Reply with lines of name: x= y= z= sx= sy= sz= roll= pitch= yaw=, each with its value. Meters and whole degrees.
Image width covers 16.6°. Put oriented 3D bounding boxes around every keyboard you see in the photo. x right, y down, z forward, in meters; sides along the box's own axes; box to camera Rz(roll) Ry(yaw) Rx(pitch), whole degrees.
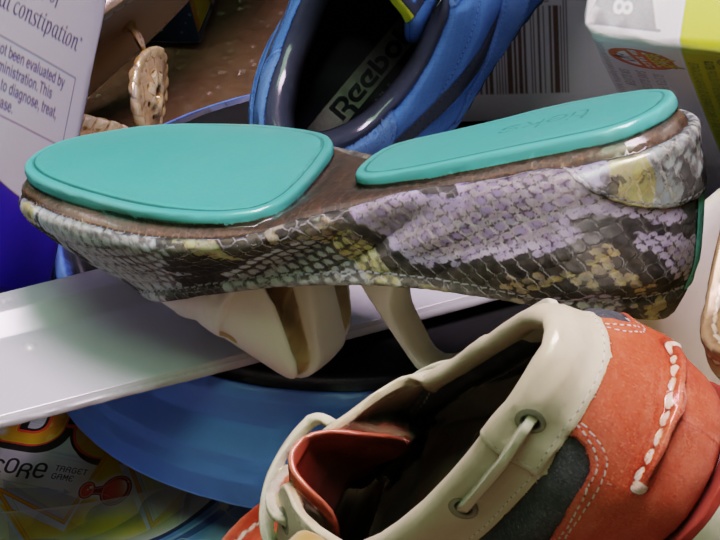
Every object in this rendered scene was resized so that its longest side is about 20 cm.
keyboard: x=-0.033 y=0.009 z=0.702 sx=0.199 sy=0.011 sz=0.056 roll=-14 pitch=39 yaw=-18

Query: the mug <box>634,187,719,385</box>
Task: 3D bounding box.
mug: x=0.137 y=0.067 z=0.624 sx=0.186 sy=0.153 sz=0.150 roll=-26 pitch=33 yaw=33

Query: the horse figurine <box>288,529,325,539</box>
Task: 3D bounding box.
horse figurine: x=0.016 y=0.143 z=0.571 sx=0.050 sy=0.133 sz=0.200 roll=-35 pitch=57 yaw=-26

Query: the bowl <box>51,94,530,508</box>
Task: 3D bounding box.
bowl: x=0.000 y=0.000 z=0.759 sx=0.199 sy=0.040 sz=0.201 roll=-2 pitch=32 yaw=1

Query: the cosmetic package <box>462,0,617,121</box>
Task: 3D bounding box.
cosmetic package: x=0.055 y=-0.127 z=0.853 sx=0.101 sy=0.075 sz=0.201 roll=0 pitch=33 yaw=6

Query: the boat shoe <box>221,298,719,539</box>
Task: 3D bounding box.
boat shoe: x=0.012 y=0.055 z=0.595 sx=0.200 sy=0.062 sz=0.072 roll=-26 pitch=41 yaw=53

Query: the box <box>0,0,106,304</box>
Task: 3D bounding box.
box: x=-0.172 y=-0.102 z=0.741 sx=0.183 sy=0.105 sz=0.202 roll=7 pitch=81 yaw=28

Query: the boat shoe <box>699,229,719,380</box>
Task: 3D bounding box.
boat shoe: x=0.119 y=-0.063 z=0.566 sx=0.074 sy=0.066 sz=0.201 roll=4 pitch=66 yaw=55

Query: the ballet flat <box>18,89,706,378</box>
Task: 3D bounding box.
ballet flat: x=-0.003 y=-0.004 z=0.649 sx=0.199 sy=0.072 sz=0.072 roll=-2 pitch=44 yaw=29

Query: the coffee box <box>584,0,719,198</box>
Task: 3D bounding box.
coffee box: x=0.189 y=-0.122 z=0.715 sx=0.196 sy=0.200 sz=0.201 roll=8 pitch=80 yaw=16

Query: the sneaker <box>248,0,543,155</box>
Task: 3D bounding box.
sneaker: x=0.033 y=-0.107 z=0.715 sx=0.066 sy=0.078 sz=0.201 roll=32 pitch=92 yaw=9

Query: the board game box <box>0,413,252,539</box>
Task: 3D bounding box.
board game box: x=-0.087 y=0.083 z=0.731 sx=0.198 sy=0.035 sz=0.136 roll=10 pitch=48 yaw=18

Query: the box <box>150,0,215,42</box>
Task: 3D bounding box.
box: x=-0.077 y=-0.202 z=0.891 sx=0.037 sy=0.201 sz=0.137 roll=2 pitch=46 yaw=15

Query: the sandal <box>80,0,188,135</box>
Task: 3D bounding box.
sandal: x=-0.113 y=-0.021 z=0.833 sx=0.211 sy=0.078 sz=0.070 roll=-38 pitch=82 yaw=-16
